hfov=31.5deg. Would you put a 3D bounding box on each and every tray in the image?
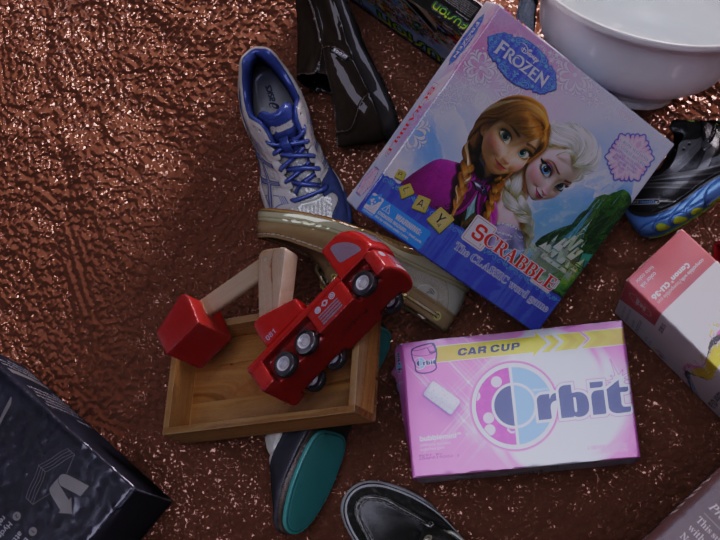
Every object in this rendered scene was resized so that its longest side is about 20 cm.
[{"bbox_3d":[-0.076,0.087,1.084,0.199,0.037,0.099,-10,64,31],"label":"tray"}]

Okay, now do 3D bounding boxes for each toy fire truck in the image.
[{"bbox_3d":[-0.064,0.030,1.046,0.200,0.049,0.141,-46,52,10],"label":"toy fire truck"}]

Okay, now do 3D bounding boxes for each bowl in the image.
[{"bbox_3d":[0.239,-0.202,1.114,0.200,0.091,0.202,8,36,-6],"label":"bowl"}]

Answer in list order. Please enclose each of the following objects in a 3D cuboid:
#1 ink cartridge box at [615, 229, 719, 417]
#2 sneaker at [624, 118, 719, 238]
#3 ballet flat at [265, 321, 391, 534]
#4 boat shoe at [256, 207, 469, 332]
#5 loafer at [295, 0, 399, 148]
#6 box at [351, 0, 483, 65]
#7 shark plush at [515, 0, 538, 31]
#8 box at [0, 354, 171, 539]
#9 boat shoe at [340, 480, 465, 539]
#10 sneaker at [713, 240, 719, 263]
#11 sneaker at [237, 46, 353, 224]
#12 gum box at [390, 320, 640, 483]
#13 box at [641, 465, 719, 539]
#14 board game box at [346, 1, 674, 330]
[{"bbox_3d":[0.304,0.071,1.042,0.067,0.117,0.200,-42,74,-5],"label":"ink cartridge box"},{"bbox_3d":[0.311,-0.108,1.110,0.199,0.071,0.083,-32,80,2],"label":"sneaker"},{"bbox_3d":[-0.039,0.127,1.105,0.073,0.073,0.201,23,86,13],"label":"ballet flat"},{"bbox_3d":[0.000,0.000,1.101,0.199,0.074,0.067,19,87,-10],"label":"boat shoe"},{"bbox_3d":[-0.031,-0.201,1.177,0.071,0.073,0.201,-24,74,-1],"label":"loafer"},{"bbox_3d":[0.043,-0.247,1.162,0.200,0.110,0.035,38,83,15],"label":"box"},{"bbox_3d":[0.129,-0.132,1.105,0.091,0.083,0.201,29,108,8],"label":"shark plush"},{"bbox_3d":[-0.306,0.205,1.088,0.200,0.117,0.197,38,83,16],"label":"box"},{"bbox_3d":[0.065,0.243,1.057,0.200,0.064,0.071,37,83,15],"label":"boat shoe"},{"bbox_3d":[0.365,-0.046,1.085,0.115,0.078,0.201,9,76,8],"label":"sneaker"},{"bbox_3d":[-0.069,-0.107,1.153,0.075,0.088,0.201,-24,75,-1],"label":"sneaker"},{"bbox_3d":[0.128,0.114,1.080,0.199,0.066,0.114,-6,76,6],"label":"gum box"},{"bbox_3d":[0.286,0.256,0.972,0.200,0.164,0.166,-42,74,-4],"label":"box"},{"bbox_3d":[0.126,-0.082,1.061,0.200,0.041,0.200,33,96,-20],"label":"board game box"}]
